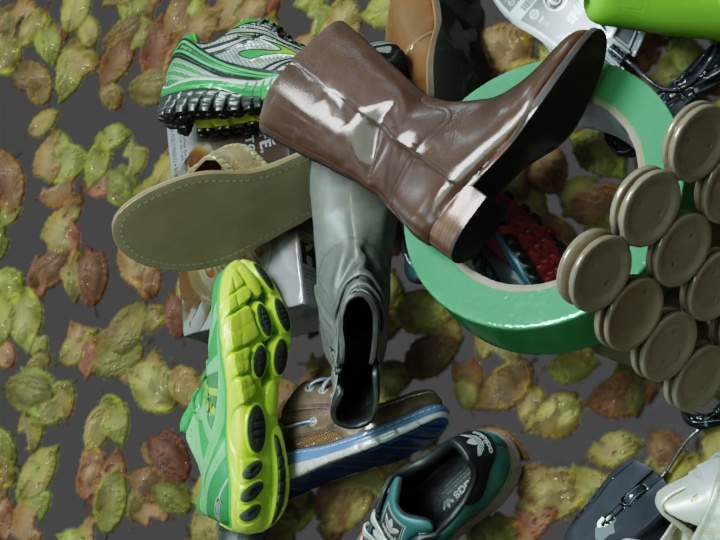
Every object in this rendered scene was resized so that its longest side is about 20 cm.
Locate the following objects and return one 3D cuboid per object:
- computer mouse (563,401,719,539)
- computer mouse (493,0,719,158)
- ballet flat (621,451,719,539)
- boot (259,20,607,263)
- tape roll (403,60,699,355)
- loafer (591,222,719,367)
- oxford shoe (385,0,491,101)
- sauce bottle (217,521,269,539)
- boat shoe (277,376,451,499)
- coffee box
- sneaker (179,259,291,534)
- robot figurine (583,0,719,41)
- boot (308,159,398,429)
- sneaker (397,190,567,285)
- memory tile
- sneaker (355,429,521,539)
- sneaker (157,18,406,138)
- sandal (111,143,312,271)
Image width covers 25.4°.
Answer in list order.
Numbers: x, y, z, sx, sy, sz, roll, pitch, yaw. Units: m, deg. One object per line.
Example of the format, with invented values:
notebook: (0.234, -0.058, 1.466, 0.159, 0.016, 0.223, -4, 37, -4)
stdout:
computer mouse: (0.207, 0.133, 1.087, 0.059, 0.034, 0.200, 42, 100, 32)
computer mouse: (0.175, -0.177, 1.178, 0.110, 0.044, 0.200, -49, 65, 17)
ballet flat: (0.208, 0.180, 1.049, 0.062, 0.067, 0.201, 30, 96, -3)
boot: (0.042, -0.128, 1.083, 0.200, 0.064, 0.187, 38, 89, 30)
tape roll: (0.128, -0.045, 1.077, 0.199, 0.048, 0.202, -13, 59, 23)
loafer: (0.227, -0.013, 1.091, 0.200, 0.067, 0.076, -47, 15, 1)
oxford shoe: (0.053, -0.158, 1.217, 0.071, 0.071, 0.201, -25, 45, 29)
sauce bottle: (-0.099, 0.284, 1.214, 0.066, 0.066, 0.201, 0, 80, 31)
boat shoe: (-0.026, 0.118, 1.205, 0.199, 0.072, 0.073, -23, 69, 25)
coffee box: (-0.084, -0.049, 1.275, 0.114, 0.080, 0.201, -14, 71, 25)
sneaker: (-0.099, 0.092, 1.178, 0.083, 0.074, 0.202, -3, 84, 37)
robot figurine: (0.224, -0.217, 1.085, 0.199, 0.176, 0.116, 7, 113, 0)
boot: (0.000, 0.000, 1.128, 0.067, 0.131, 0.201, -2, 110, -3)
sneaker: (0.078, -0.019, 1.188, 0.200, 0.079, 0.096, 49, 117, 37)
memory tile: (0.210, -0.004, 1.013, 0.154, 0.200, 0.017, -53, 44, -4)
sneaker: (0.028, 0.189, 1.151, 0.200, 0.080, 0.071, -51, 59, 11)
sneaker: (-0.061, -0.155, 1.201, 0.199, 0.078, 0.086, -2, 74, 20)
sandal: (-0.087, -0.062, 1.196, 0.210, 0.078, 0.070, -17, 32, -11)
